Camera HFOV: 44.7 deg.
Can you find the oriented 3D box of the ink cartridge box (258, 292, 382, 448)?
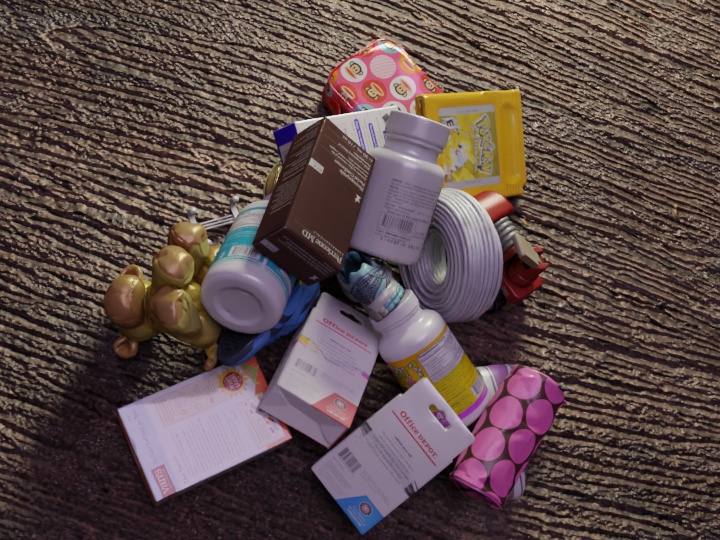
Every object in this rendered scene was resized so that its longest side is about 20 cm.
[{"bbox_3d":[-0.049,0.135,1.236,0.116,0.068,0.200,32,42,-6],"label":"ink cartridge box"}]

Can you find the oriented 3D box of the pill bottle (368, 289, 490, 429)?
[{"bbox_3d":[0.095,0.128,1.252,0.104,0.104,0.200,-39,104,-24],"label":"pill bottle"}]

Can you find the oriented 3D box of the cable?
[{"bbox_3d":[0.128,-0.021,1.294,0.069,0.200,0.200,-7,72,-27],"label":"cable"}]

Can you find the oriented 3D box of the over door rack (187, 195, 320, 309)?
[{"bbox_3d":[-0.155,-0.023,1.291,0.148,0.067,0.200,-17,75,-19],"label":"over door rack"}]

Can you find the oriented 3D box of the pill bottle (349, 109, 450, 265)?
[{"bbox_3d":[0.056,-0.117,1.235,0.114,0.114,0.200,16,96,-9],"label":"pill bottle"}]

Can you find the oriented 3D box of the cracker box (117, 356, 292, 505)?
[{"bbox_3d":[-0.212,0.214,1.191,0.200,0.058,0.134,-21,76,-22],"label":"cracker box"}]

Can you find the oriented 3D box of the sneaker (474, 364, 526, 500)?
[{"bbox_3d":[0.241,0.234,1.302,0.114,0.073,0.201,-2,71,-19],"label":"sneaker"}]

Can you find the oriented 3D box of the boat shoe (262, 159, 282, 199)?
[{"bbox_3d":[-0.093,-0.159,1.316,0.072,0.076,0.200,24,43,-8],"label":"boat shoe"}]

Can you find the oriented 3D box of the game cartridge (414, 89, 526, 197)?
[{"bbox_3d":[0.183,-0.200,1.415,0.200,0.032,0.177,-10,98,-29],"label":"game cartridge"}]

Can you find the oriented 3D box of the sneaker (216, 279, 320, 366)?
[{"bbox_3d":[-0.117,0.072,1.211,0.200,0.066,0.079,-52,133,-35],"label":"sneaker"}]

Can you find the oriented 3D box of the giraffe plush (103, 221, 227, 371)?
[{"bbox_3d":[-0.272,0.041,1.185,0.162,0.200,0.173,-1,46,18],"label":"giraffe plush"}]

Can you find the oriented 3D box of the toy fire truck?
[{"bbox_3d":[0.212,-0.043,1.318,0.129,0.200,0.176,-29,80,-30],"label":"toy fire truck"}]

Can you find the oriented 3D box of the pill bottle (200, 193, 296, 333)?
[{"bbox_3d":[-0.132,-0.019,1.176,0.111,0.111,0.200,25,43,-5],"label":"pill bottle"}]

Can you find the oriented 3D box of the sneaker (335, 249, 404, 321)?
[{"bbox_3d":[0.000,0.000,1.254,0.078,0.200,0.086,-44,109,-4],"label":"sneaker"}]

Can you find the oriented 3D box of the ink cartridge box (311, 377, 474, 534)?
[{"bbox_3d":[0.046,0.250,1.205,0.200,0.068,0.116,-39,84,0],"label":"ink cartridge box"}]

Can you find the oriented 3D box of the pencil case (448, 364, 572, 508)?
[{"bbox_3d":[0.207,0.231,1.211,0.094,0.091,0.200,45,71,-24],"label":"pencil case"}]

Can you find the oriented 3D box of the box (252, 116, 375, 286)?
[{"bbox_3d":[-0.057,-0.092,1.139,0.100,0.075,0.200,37,51,-28],"label":"box"}]

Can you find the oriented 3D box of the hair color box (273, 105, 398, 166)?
[{"bbox_3d":[-0.022,-0.173,1.290,0.200,0.065,0.109,-17,94,-37],"label":"hair color box"}]

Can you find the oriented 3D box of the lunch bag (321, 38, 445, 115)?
[{"bbox_3d":[0.038,-0.262,1.424,0.176,0.082,0.200,-39,84,-24],"label":"lunch bag"}]
